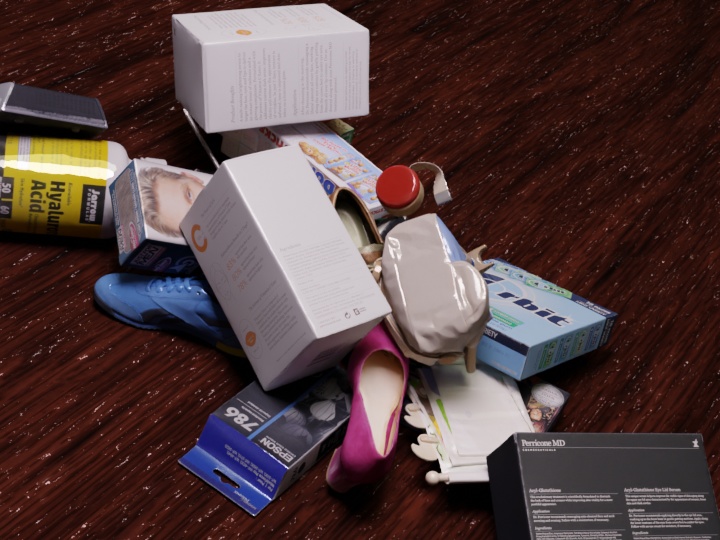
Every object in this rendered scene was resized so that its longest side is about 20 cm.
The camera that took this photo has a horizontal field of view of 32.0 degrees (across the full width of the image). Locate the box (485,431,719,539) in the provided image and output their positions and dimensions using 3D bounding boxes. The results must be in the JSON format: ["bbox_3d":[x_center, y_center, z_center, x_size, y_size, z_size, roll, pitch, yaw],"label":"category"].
[{"bbox_3d":[0.231,0.229,1.176,0.200,0.079,0.141,3,65,-17],"label":"box"}]

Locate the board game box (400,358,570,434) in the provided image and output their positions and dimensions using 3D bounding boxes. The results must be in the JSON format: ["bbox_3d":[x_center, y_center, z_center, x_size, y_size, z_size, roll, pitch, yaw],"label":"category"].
[{"bbox_3d":[0.107,0.132,1.331,0.200,0.035,0.135,27,38,14],"label":"board game box"}]

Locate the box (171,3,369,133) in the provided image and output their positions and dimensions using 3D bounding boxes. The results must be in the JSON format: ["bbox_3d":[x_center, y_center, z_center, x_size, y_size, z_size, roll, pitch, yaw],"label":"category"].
[{"bbox_3d":[-0.108,-0.243,1.483,0.200,0.107,0.152,-9,26,-19],"label":"box"}]

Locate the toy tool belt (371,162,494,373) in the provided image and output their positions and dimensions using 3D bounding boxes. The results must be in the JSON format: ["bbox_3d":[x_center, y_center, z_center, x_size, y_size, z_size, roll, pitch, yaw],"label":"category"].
[{"bbox_3d":[0.072,0.002,1.278,0.125,0.123,0.200,-22,66,9],"label":"toy tool belt"}]

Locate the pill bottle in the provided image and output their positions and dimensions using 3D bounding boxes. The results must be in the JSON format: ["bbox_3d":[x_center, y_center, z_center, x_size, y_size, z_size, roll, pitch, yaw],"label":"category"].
[{"bbox_3d":[-0.320,-0.093,1.402,0.200,0.111,0.111,4,38,-15],"label":"pill bottle"}]

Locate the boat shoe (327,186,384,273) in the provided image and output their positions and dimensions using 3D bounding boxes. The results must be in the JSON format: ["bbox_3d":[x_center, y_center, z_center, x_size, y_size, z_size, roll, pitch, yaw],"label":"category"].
[{"bbox_3d":[0.000,0.000,1.337,0.076,0.074,0.200,-15,65,-23],"label":"boat shoe"}]

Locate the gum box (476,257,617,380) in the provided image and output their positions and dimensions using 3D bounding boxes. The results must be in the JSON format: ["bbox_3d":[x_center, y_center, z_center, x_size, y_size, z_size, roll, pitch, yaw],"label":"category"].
[{"bbox_3d":[0.164,0.049,1.398,0.170,0.045,0.200,26,24,31],"label":"gum box"}]

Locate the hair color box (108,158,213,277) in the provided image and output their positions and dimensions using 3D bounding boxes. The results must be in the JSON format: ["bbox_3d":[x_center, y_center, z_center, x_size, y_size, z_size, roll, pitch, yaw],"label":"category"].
[{"bbox_3d":[-0.165,-0.048,1.356,0.200,0.061,0.100,9,56,-38],"label":"hair color box"}]

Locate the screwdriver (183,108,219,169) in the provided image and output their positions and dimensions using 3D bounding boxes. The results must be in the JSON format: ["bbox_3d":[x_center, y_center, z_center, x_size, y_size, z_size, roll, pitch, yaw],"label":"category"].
[{"bbox_3d":[-0.152,-0.104,1.461,0.200,0.029,0.028,64,22,-2],"label":"screwdriver"}]

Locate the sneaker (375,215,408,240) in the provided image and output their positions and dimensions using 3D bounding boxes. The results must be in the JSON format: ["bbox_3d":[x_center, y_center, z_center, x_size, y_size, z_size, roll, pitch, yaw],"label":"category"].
[{"bbox_3d":[-0.018,-0.002,1.447,0.080,0.078,0.200,5,30,39],"label":"sneaker"}]

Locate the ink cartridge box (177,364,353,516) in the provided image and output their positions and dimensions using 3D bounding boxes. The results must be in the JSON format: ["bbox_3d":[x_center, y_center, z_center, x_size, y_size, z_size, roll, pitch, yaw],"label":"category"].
[{"bbox_3d":[-0.078,0.152,1.234,0.099,0.039,0.200,31,39,18],"label":"ink cartridge box"}]

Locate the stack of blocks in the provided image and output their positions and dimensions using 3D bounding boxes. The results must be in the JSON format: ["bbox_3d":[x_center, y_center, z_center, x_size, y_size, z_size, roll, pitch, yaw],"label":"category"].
[{"bbox_3d":[-0.123,-0.184,1.576,0.200,0.059,0.115,34,41,24],"label":"stack of blocks"}]

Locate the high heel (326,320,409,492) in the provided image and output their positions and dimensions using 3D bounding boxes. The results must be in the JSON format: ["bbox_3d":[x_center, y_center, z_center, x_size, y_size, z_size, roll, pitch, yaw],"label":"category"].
[{"bbox_3d":[0.022,0.116,1.210,0.067,0.096,0.200,34,54,-11],"label":"high heel"}]

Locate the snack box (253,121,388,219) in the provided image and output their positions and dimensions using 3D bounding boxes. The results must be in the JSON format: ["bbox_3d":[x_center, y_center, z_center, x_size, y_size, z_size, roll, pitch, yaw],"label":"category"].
[{"bbox_3d":[-0.036,-0.128,1.466,0.072,0.024,0.200,-21,51,-41],"label":"snack box"}]

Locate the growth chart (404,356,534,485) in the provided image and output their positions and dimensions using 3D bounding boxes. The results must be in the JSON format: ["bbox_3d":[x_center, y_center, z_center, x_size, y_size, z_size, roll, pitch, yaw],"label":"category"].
[{"bbox_3d":[0.111,0.144,1.272,0.144,0.018,0.200,6,37,-12],"label":"growth chart"}]

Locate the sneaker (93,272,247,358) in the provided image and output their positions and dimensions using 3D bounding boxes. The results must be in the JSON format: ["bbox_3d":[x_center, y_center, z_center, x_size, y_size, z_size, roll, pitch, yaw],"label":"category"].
[{"bbox_3d":[-0.183,0.027,1.326,0.200,0.079,0.066,17,38,4],"label":"sneaker"}]

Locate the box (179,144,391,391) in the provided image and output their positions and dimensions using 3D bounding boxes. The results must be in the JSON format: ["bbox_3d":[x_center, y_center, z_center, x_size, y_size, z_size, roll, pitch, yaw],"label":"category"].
[{"bbox_3d":[-0.078,-0.004,1.246,0.097,0.124,0.200,-18,72,-38],"label":"box"}]

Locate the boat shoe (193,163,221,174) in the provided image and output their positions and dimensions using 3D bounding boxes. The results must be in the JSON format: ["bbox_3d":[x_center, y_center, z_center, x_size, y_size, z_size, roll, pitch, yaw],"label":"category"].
[{"bbox_3d":[-0.196,-0.067,1.464,0.057,0.067,0.200,0,28,17],"label":"boat shoe"}]

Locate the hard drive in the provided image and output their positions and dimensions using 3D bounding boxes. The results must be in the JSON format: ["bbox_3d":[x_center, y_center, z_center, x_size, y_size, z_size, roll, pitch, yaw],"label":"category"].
[{"bbox_3d":[-0.381,-0.172,1.425,0.135,0.042,0.200,7,-7,-34],"label":"hard drive"}]
